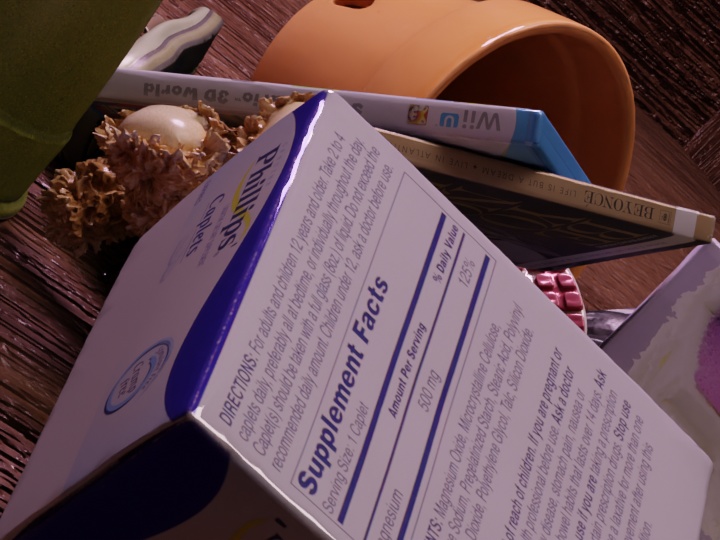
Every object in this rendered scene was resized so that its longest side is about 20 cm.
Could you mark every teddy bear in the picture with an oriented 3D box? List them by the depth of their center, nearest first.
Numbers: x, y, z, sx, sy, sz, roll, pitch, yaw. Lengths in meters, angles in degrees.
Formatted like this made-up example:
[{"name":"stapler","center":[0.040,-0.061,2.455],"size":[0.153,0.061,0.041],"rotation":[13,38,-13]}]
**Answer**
[{"name":"teddy bear","center":[-0.050,-0.020,1.122],"size":[0.200,0.144,0.067],"rotation":[146,-57,-68]}]

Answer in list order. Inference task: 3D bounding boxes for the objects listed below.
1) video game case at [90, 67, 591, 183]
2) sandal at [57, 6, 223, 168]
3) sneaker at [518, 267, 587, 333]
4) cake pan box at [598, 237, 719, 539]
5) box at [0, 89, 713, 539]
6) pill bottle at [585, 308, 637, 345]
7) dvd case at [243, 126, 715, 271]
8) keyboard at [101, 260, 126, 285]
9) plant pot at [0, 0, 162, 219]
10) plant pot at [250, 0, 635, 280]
[{"name":"video game case","center":[-0.007,-0.055,1.252],"size":[0.199,0.018,0.143],"rotation":[6,-10,15]},{"name":"sandal","center":[-0.114,-0.097,1.362],"size":[0.057,0.080,0.201],"rotation":[33,10,3]},{"name":"sneaker","center":[0.084,0.069,1.445],"size":[0.075,0.080,0.201],"rotation":[86,-13,-66]},{"name":"cake pan box","center":[0.148,0.118,1.261],"size":[0.184,0.200,0.052],"rotation":[46,-5,6]},{"name":"box","center":[0.004,0.079,0.923],"size":[0.200,0.105,0.184],"rotation":[44,33,-16]},{"name":"pill bottle","center":[0.138,0.077,1.593],"size":[0.112,0.112,0.200],"rotation":[48,11,10]},{"name":"dvd case","center":[0.032,-0.031,1.251],"size":[0.199,0.016,0.149],"rotation":[13,-10,-24]},{"name":"keyboard","center":[-0.020,0.019,1.078],"size":[0.200,0.040,0.104],"rotation":[-6,-40,49]},{"name":"plant pot","center":[-0.143,-0.158,1.145],"size":[0.200,0.193,0.200],"rotation":[44,11,-11]},{"name":"plant pot","center":[0.029,-0.067,1.541],"size":[0.140,0.200,0.200],"rotation":[33,1,38]}]
